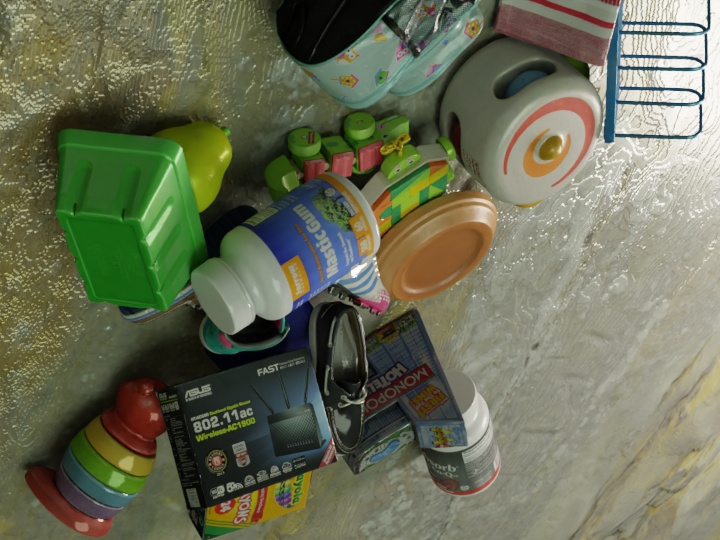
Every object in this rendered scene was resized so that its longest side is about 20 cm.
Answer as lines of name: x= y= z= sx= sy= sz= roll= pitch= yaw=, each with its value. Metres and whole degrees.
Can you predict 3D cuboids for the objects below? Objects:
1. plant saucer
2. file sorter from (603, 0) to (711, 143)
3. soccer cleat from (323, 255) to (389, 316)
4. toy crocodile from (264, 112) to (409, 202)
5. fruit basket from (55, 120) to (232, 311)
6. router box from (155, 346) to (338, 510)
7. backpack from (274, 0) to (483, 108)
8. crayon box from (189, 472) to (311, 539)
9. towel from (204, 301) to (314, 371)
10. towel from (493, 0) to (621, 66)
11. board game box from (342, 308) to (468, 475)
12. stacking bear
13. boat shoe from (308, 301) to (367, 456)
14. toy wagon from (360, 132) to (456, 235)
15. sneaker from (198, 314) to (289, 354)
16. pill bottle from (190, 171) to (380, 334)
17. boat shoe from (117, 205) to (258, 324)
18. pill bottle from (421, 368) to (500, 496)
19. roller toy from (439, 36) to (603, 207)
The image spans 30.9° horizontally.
plant saucer: x=0.100 y=-0.024 z=1.716 sx=0.199 sy=0.038 sz=0.201 roll=-25 pitch=151 yaw=-15
file sorter: x=0.364 y=-0.275 z=1.595 sx=0.121 sy=0.139 sz=0.202 roll=4 pitch=126 yaw=12
soccer cleat: x=0.000 y=0.000 z=1.612 sx=0.087 sy=0.069 sz=0.200 roll=-66 pitch=158 yaw=-2
toy crocodile: x=-0.025 y=-0.135 z=1.536 sx=0.198 sy=0.062 sz=0.068 roll=-20 pitch=136 yaw=-24
fruit basket: x=-0.227 y=-0.085 z=1.391 sx=0.154 sy=0.217 sz=0.217 roll=6 pitch=134 yaw=9
router box: x=-0.137 y=0.191 z=1.595 sx=0.199 sy=0.151 sz=0.062 roll=-15 pitch=177 yaw=-35
backpack: x=0.016 y=-0.270 z=1.361 sx=0.199 sy=0.176 sz=0.153 roll=-39 pitch=136 yaw=5
crayon box: x=-0.139 y=0.297 z=1.845 sx=0.198 sy=0.051 sz=0.128 roll=-14 pitch=133 yaw=-29
towel: x=-0.112 y=0.105 z=1.700 sx=0.147 sy=0.050 sz=0.200 roll=-41 pitch=141 yaw=-8
towel: x=0.235 y=-0.344 z=1.497 sx=0.023 sy=0.143 sz=0.201 roll=-50 pitch=155 yaw=-47
board game box: x=0.049 y=0.179 z=1.767 sx=0.199 sy=0.200 sz=0.062 roll=-29 pitch=140 yaw=-13
stacking bear: x=-0.301 y=0.218 z=1.611 sx=0.121 sy=0.114 sz=0.201 roll=28 pitch=102 yaw=-48
boat shoe: x=-0.021 y=0.140 z=1.665 sx=0.073 sy=0.060 sz=0.202 roll=-5 pitch=93 yaw=-37
toy wagon: x=0.048 y=-0.105 z=1.589 sx=0.154 sy=0.040 sz=0.200 roll=-33 pitch=164 yaw=-9
sneaker: x=-0.105 y=0.025 z=1.551 sx=0.200 sy=0.121 sz=0.084 roll=-47 pitch=106 yaw=-11
pill bottle: x=-0.085 y=-0.016 z=1.441 sx=0.199 sy=0.112 sz=0.113 roll=-35 pitch=141 yaw=-24
boat shoe: x=-0.190 y=0.009 z=1.530 sx=0.199 sy=0.072 sz=0.073 roll=-33 pitch=141 yaw=-9
pill bottle: x=0.143 y=0.244 z=1.964 sx=0.115 sy=0.116 sz=0.201 roll=-31 pitch=138 yaw=-11
roller toy: x=0.201 y=-0.180 z=1.608 sx=0.181 sy=0.140 sz=0.201 roll=9 pitch=120 yaw=-42
